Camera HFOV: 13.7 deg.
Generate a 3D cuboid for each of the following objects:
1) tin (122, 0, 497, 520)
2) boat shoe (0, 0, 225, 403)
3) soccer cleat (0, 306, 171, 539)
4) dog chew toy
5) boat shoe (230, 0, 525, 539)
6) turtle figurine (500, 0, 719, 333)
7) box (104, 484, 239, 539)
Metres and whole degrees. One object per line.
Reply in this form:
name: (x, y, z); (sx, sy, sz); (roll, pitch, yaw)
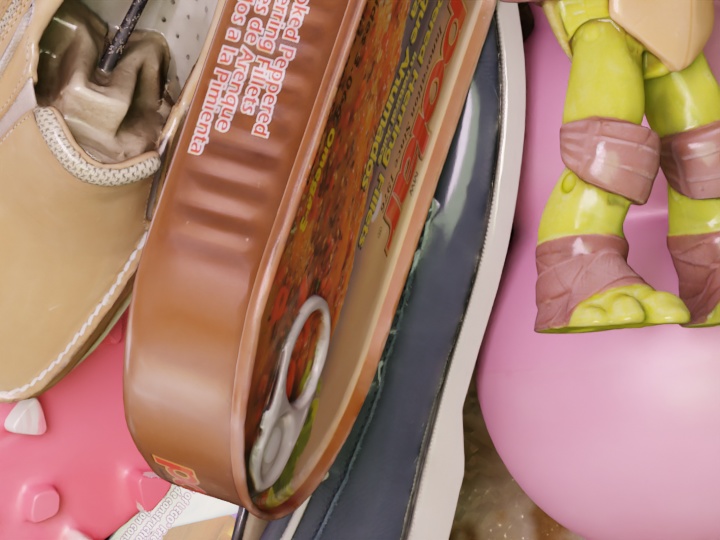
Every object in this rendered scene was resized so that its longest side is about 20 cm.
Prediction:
tin: (-0.007, -0.039, 0.740); (0.042, 0.112, 0.201); (15, 81, 20)
boat shoe: (-0.070, -0.041, 0.757); (0.071, 0.076, 0.201); (15, 119, -12)
soccer cleat: (-0.116, 0.079, 0.864); (0.067, 0.076, 0.201); (36, 82, -35)
dog chew toy: (0.089, -0.026, 0.842); (0.124, 0.125, 0.202); (-6, 89, 2)
boat shoe: (0.000, 0.000, 0.833); (0.061, 0.075, 0.201); (5, 107, -16)
turtle figurine: (0.063, -0.067, 0.736); (0.064, 0.199, 0.163); (-6, 87, 35)
box: (-0.057, 0.164, 0.903); (0.137, 0.039, 0.200); (39, 96, -3)
